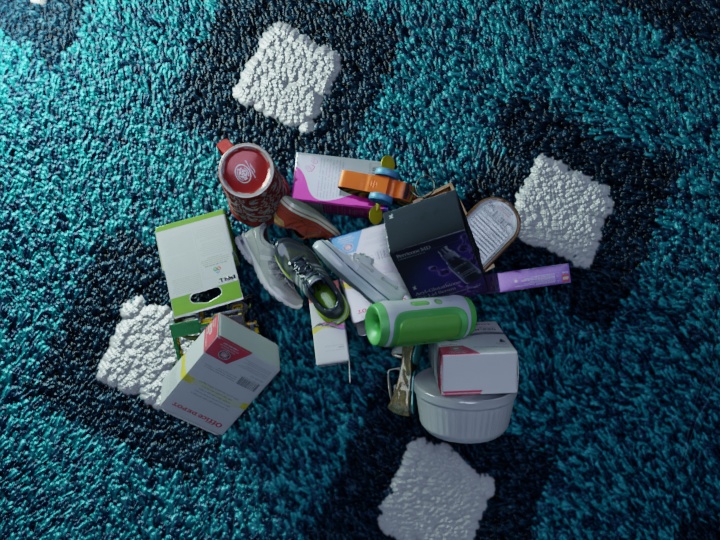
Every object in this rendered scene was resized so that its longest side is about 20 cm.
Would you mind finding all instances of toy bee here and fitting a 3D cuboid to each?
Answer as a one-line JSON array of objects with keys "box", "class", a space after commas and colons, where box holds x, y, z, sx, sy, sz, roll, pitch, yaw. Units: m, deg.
[{"box": [0.059, -0.146, 1.488, 0.200, 0.109, 0.131, 34, 92, 28], "class": "toy bee"}]

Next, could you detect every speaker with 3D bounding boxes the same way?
[{"box": [0.112, 0.092, 1.410, 0.199, 0.088, 0.089, -4, 81, -24], "class": "speaker"}]

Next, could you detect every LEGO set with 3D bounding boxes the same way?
[{"box": [-0.297, 0.127, 1.546, 0.199, 0.116, 0.155, -18, 111, 0], "class": "LEGO set"}]

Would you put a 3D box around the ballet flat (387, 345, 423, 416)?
[{"box": [0.089, 0.192, 1.548, 0.070, 0.071, 0.202, 8, 81, 1], "class": "ballet flat"}]

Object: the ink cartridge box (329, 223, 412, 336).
[{"box": [0.025, 0.024, 1.538, 0.128, 0.125, 0.201, -15, 83, -2], "class": "ink cartridge box"}]

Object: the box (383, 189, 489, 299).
[{"box": [0.143, -0.033, 1.437, 0.147, 0.200, 0.105, -18, 49, 13], "class": "box"}]

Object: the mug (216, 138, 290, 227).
[{"box": [-0.235, -0.181, 1.529, 0.177, 0.200, 0.134, 25, 82, 3], "class": "mug"}]

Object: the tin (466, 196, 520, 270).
[{"box": [0.242, -0.065, 1.566, 0.112, 0.042, 0.200, 44, 83, 10], "class": "tin"}]

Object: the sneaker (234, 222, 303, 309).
[{"box": [-0.174, -0.009, 1.562, 0.082, 0.075, 0.200, -37, 83, 3], "class": "sneaker"}]

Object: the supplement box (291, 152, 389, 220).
[{"box": [-0.038, -0.173, 1.580, 0.198, 0.103, 0.102, 7, 82, -1], "class": "supplement box"}]

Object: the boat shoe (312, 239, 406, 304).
[{"box": [0.000, 0.000, 1.448, 0.200, 0.074, 0.067, 42, 81, -7], "class": "boat shoe"}]

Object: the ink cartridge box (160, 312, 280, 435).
[{"box": [-0.270, 0.202, 1.464, 0.145, 0.084, 0.200, 33, 111, -27], "class": "ink cartridge box"}]

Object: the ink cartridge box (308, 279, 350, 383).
[{"box": [-0.061, 0.129, 1.526, 0.067, 0.117, 0.202, -8, 80, -1], "class": "ink cartridge box"}]

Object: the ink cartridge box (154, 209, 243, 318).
[{"box": [-0.320, -0.004, 1.544, 0.147, 0.076, 0.201, -15, 70, -3], "class": "ink cartridge box"}]

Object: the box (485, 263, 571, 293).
[{"box": [0.318, 0.018, 1.505, 0.136, 0.200, 0.039, -8, 88, -1], "class": "box"}]

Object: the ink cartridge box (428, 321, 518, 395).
[{"box": [0.213, 0.165, 1.475, 0.144, 0.200, 0.085, -2, 101, -2], "class": "ink cartridge box"}]

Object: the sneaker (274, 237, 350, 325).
[{"box": [-0.092, 0.012, 1.446, 0.074, 0.081, 0.200, -41, 80, -8], "class": "sneaker"}]

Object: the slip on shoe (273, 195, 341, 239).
[{"box": [-0.107, -0.093, 1.531, 0.074, 0.200, 0.061, 42, 100, 29], "class": "slip on shoe"}]

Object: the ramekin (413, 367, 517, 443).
[{"box": [0.201, 0.258, 1.474, 0.201, 0.202, 0.095, -1, 102, -1], "class": "ramekin"}]

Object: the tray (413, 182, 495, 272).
[{"box": [0.190, -0.072, 1.601, 0.098, 0.037, 0.201, -26, 83, -5], "class": "tray"}]
